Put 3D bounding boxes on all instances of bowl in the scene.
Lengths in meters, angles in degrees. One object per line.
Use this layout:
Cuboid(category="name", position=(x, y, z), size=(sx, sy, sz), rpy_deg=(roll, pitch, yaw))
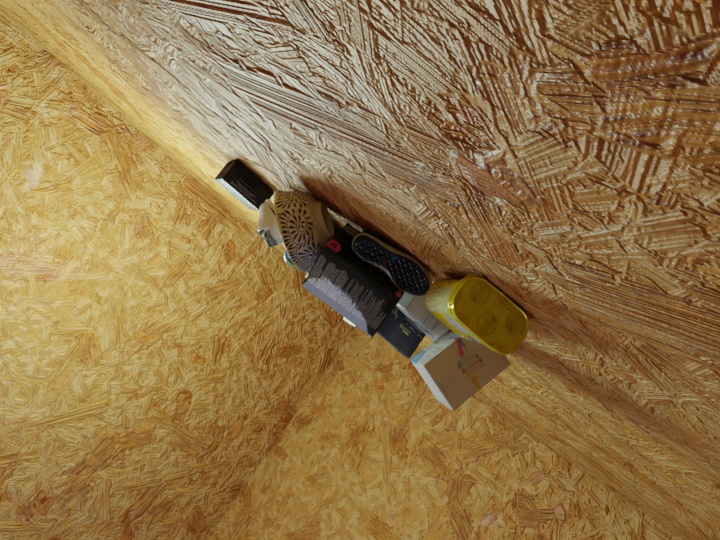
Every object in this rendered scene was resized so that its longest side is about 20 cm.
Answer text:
Cuboid(category="bowl", position=(-0.119, -0.105, 1.355), size=(0.201, 0.093, 0.205), rpy_deg=(-17, -90, -80))

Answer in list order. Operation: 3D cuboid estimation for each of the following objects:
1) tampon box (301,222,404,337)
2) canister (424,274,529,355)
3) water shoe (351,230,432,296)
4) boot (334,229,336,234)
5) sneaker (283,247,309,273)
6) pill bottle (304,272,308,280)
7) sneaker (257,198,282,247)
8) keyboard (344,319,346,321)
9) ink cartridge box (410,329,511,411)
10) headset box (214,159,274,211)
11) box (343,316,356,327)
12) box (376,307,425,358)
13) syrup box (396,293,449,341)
Cuboid(category="tampon box", position=(-0.003, 0.018, 1.309), size=(0.199, 0.127, 0.150), rpy_deg=(36, -151, 0))
Cuboid(category="canister", position=(0.207, 0.077, 1.080), size=(0.148, 0.087, 0.200), rpy_deg=(38, 174, -7))
Cuboid(category="water shoe", position=(0.074, -0.024, 1.248), size=(0.199, 0.072, 0.079), rpy_deg=(37, -160, -3))
Cuboid(category="boot", position=(-0.150, -0.133, 1.574), size=(0.203, 0.074, 0.154), rpy_deg=(42, 176, -17))
Cuboid(category="sneaker", position=(-0.113, -0.026, 1.502), size=(0.070, 0.084, 0.198), rpy_deg=(-18, 144, 39))
Cuboid(category="pill bottle", position=(-0.052, 0.051, 1.651), size=(0.198, 0.114, 0.113), rpy_deg=(33, 172, 11))
Cuboid(category="sneaker", position=(-0.238, -0.124, 1.509), size=(0.077, 0.080, 0.200), rpy_deg=(52, 175, -31))
Cuboid(category="keyboard", position=(-0.038, 0.057, 1.874), size=(0.020, 0.128, 0.202), rpy_deg=(5, 135, 3))
Cuboid(category="ink cartridge box", position=(0.241, 0.205, 1.350), size=(0.126, 0.199, 0.128), rpy_deg=(54, 171, -4))
Cuboid(category="headset box", position=(-0.351, -0.256, 1.745), size=(0.148, 0.075, 0.199), rpy_deg=(41, 172, -22))
Cuboid(category="box", position=(0.063, 0.136, 1.807), size=(0.196, 0.099, 0.124), rpy_deg=(13, -179, -20))
Cuboid(category="box", position=(0.110, 0.118, 1.516), size=(0.051, 0.159, 0.200), rpy_deg=(28, 168, 49))
Cuboid(category="syrup box", position=(0.170, 0.107, 1.457), size=(0.200, 0.082, 0.078), rpy_deg=(42, 173, -34))
